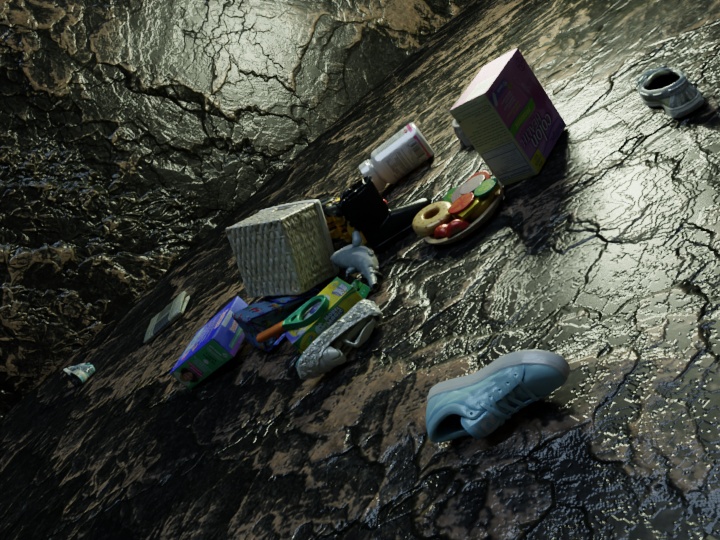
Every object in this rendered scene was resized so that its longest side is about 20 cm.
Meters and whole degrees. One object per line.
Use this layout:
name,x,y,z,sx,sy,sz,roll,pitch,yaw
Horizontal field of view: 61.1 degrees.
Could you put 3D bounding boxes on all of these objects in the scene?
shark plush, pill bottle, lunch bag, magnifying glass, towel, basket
shark plush,0.000,0.000,1.347,0.083,0.091,0.200,-28,43,-7
pill bottle,0.101,-0.321,1.751,0.200,0.113,0.113,-35,21,13
lunch bag,-0.185,0.095,1.461,0.200,0.094,0.150,-34,15,-22
magnifying glass,-0.147,0.108,1.302,0.200,0.022,0.080,-31,23,29
towel,-0.727,0.177,2.294,0.192,0.035,0.200,-41,22,7
basket,-0.188,-0.047,1.476,0.198,0.201,0.161,-5,19,35

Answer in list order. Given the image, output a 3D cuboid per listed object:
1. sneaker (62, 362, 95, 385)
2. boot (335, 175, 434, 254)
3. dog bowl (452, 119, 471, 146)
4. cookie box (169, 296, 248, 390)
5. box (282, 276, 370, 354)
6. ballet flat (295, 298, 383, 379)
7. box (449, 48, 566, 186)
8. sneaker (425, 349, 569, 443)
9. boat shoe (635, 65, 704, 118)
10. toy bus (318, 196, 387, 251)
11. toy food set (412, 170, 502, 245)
sneaker,-1.127,0.412,2.458,0.200,0.078,0.086,-4,28,47
boot,0.053,-0.148,1.406,0.198,0.163,0.073,-37,22,9
dog bowl,0.333,-0.418,1.629,0.200,0.059,0.200,-35,21,16
cookie box,-0.371,0.185,1.549,0.200,0.075,0.171,-38,18,33
box,-0.074,0.087,1.311,0.200,0.048,0.117,-42,20,-9
ballet flat,-0.035,0.132,1.128,0.200,0.072,0.072,-45,21,-13
box,0.306,-0.312,1.250,0.097,0.200,0.176,-14,32,51
sneaker,0.160,0.163,0.728,0.200,0.074,0.082,-34,28,39
boat shoe,0.537,-0.328,1.076,0.074,0.065,0.202,-31,22,22
toy bus,-0.006,-0.144,1.583,0.192,0.136,0.200,-30,19,-19
toy food set,0.206,-0.130,1.261,0.198,0.049,0.200,-42,20,-1
